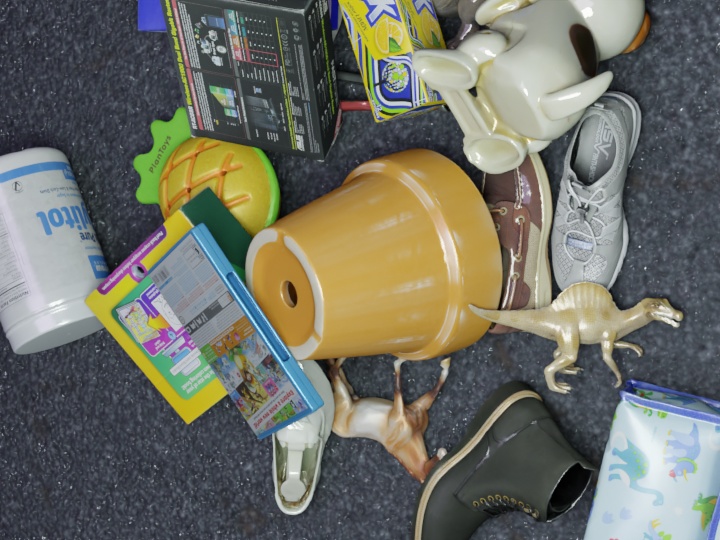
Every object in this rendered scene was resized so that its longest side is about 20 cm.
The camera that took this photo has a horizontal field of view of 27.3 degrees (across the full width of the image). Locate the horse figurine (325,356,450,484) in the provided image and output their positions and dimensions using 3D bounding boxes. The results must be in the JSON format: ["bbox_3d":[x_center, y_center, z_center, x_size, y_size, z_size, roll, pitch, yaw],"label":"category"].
[{"bbox_3d":[0.010,0.133,1.506,0.199,0.050,0.133,15,111,20],"label":"horse figurine"}]

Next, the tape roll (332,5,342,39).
[{"bbox_3d":[-0.111,-0.290,1.557,0.202,0.037,0.204,1,93,26],"label":"tape roll"}]

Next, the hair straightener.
[{"bbox_3d":[0.026,-0.198,1.488,0.199,0.041,0.077,4,94,31],"label":"hair straightener"}]

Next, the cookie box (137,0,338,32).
[{"bbox_3d":[-0.124,-0.327,1.498,0.199,0.075,0.172,4,96,25],"label":"cookie box"}]

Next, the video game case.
[{"bbox_3d":[-0.121,0.061,1.404,0.200,0.018,0.143,56,150,0],"label":"video game case"}]

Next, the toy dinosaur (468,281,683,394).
[{"bbox_3d":[0.197,0.058,1.392,0.199,0.058,0.101,-1,111,-2],"label":"toy dinosaur"}]

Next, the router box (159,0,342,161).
[{"bbox_3d":[-0.103,-0.206,1.443,0.149,0.062,0.200,12,142,15],"label":"router box"}]

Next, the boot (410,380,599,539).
[{"bbox_3d":[0.132,0.222,1.407,0.200,0.077,0.138,-63,36,16],"label":"boot"}]

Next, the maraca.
[{"bbox_3d":[-0.163,-0.088,1.556,0.200,0.107,0.137,35,101,29],"label":"maraca"}]

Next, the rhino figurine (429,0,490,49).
[{"bbox_3d":[0.057,-0.277,1.462,0.200,0.060,0.088,24,107,25],"label":"rhino figurine"}]

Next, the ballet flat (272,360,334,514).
[{"bbox_3d":[-0.062,0.172,1.492,0.069,0.069,0.200,26,136,23],"label":"ballet flat"}]

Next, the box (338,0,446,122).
[{"bbox_3d":[0.027,-0.247,1.409,0.064,0.070,0.201,-18,89,34],"label":"box"}]

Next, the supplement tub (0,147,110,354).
[{"bbox_3d":[-0.355,-0.022,1.640,0.132,0.132,0.201,-26,82,25],"label":"supplement tub"}]

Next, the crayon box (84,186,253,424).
[{"bbox_3d":[-0.165,0.039,1.513,0.173,0.058,0.200,49,131,-3],"label":"crayon box"}]

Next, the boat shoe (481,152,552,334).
[{"bbox_3d":[0.135,-0.037,1.416,0.072,0.072,0.201,6,101,57],"label":"boat shoe"}]

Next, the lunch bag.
[{"bbox_3d":[0.312,0.206,1.330,0.199,0.127,0.171,15,97,12],"label":"lunch bag"}]

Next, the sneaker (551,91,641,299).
[{"bbox_3d":[0.208,-0.068,1.382,0.075,0.082,0.201,9,99,26],"label":"sneaker"}]

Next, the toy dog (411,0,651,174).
[{"bbox_3d":[0.174,-0.211,1.344,0.140,0.200,0.194,51,154,-17],"label":"toy dog"}]

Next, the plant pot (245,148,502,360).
[{"bbox_3d":[0.000,0.000,1.394,0.200,0.183,0.201,25,123,47],"label":"plant pot"}]
